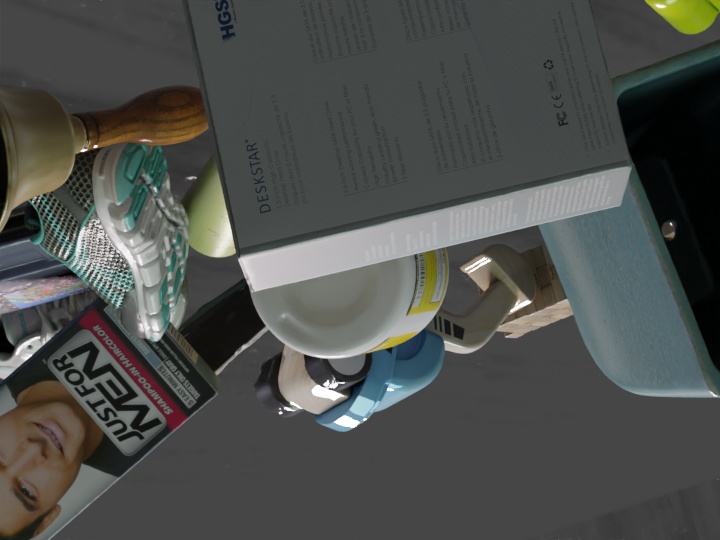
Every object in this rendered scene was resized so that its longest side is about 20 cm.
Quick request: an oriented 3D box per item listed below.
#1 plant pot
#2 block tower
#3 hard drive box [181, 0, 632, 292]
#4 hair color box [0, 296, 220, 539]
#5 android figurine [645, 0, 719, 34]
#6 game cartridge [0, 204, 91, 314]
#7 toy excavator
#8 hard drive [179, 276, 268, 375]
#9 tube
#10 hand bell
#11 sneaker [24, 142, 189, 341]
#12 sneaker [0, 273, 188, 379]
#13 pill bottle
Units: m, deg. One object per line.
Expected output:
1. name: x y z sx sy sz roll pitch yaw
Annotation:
1. plant pot: 0.216 -0.032 1.358 0.195 0.198 0.200 -21 179 -23
2. block tower: 0.182 -0.002 1.726 0.199 0.054 0.058 -25 160 36
3. hard drive box: 0.021 -0.092 1.075 0.198 0.157 0.077 -12 166 -1
4. hair color box: -0.200 0.106 1.417 0.200 0.099 0.061 -41 -174 3
5. android figurine: 0.241 -0.182 1.161 0.181 0.041 0.200 -19 166 19
6. game cartridge: -0.222 -0.007 1.408 0.198 0.039 0.130 -15 161 5
7. toy excavator: 0.036 0.046 1.643 0.199 0.196 0.100 25 148 -25
8. hard drive: -0.136 0.071 1.563 0.139 0.038 0.200 -31 -171 49
9. tube: -0.060 -0.070 1.293 0.052 0.058 0.200 30 147 -7
10. hand bell: -0.148 -0.077 1.165 0.104 0.105 0.199 -27 172 42
11. sneaker: -0.158 -0.025 1.298 0.090 0.078 0.200 10 150 10
12. sneaker: -0.206 0.039 1.517 0.199 0.071 0.080 -23 159 34
13. pill bottle: 0.000 0.000 1.441 0.111 0.112 0.200 -16 177 12
